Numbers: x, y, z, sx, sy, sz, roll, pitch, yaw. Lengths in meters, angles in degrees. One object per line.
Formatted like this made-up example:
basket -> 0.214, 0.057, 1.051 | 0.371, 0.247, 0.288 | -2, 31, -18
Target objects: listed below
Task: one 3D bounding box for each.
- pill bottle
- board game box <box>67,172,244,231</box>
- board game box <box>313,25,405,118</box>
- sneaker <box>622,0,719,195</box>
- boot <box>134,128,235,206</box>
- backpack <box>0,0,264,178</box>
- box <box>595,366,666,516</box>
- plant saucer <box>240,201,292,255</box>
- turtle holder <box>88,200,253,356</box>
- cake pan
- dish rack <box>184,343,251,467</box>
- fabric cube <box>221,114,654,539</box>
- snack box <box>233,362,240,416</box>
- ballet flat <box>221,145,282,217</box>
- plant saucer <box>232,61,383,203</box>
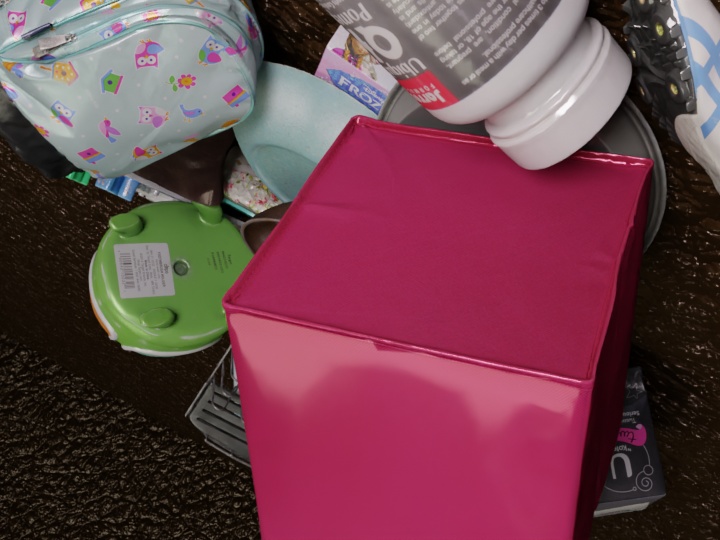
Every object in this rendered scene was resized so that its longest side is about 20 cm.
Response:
pill bottle -> 0.046, -0.147, 0.525 | 0.199, 0.112, 0.110 | 41, 159, -21
board game box -> -0.205, -0.069, 1.085 | 0.198, 0.026, 0.199 | 24, 177, -30
board game box -> 0.045, -0.082, 0.781 | 0.198, 0.041, 0.200 | 33, 160, -2
sneaker -> 0.201, -0.079, 0.541 | 0.201, 0.072, 0.072 | 53, -177, -20
boot -> -0.195, -0.147, 0.877 | 0.197, 0.073, 0.168 | 23, 135, 4
backpack -> -0.163, -0.148, 0.720 | 0.197, 0.128, 0.167 | -20, 151, 9
box -> 0.159, 0.169, 0.935 | 0.196, 0.117, 0.132 | -8, 161, 5
plant saucer -> 0.000, 0.000, 0.822 | 0.198, 0.035, 0.201 | 25, 164, 7
turtle holder -> -0.167, 0.005, 0.975 | 0.142, 0.185, 0.132 | 52, 147, 2
cake pan -> 0.095, -0.050, 0.673 | 0.197, 0.037, 0.202 | 15, 134, 16
dish rack -> -0.049, 0.098, 0.848 | 0.152, 0.055, 0.201 | 29, 116, -13
fabric cube -> 0.054, 0.053, 0.616 | 0.193, 0.201, 0.202 | 11, 130, 19
snack box -> -0.065, 0.045, 0.969 | 0.036, 0.200, 0.118 | 9, 117, 15
ballet flat -> -0.138, -0.094, 0.991 | 0.198, 0.065, 0.075 | 21, 178, 30
plant saucer -> -0.030, -0.075, 0.791 | 0.199, 0.039, 0.202 | 29, 160, 12
